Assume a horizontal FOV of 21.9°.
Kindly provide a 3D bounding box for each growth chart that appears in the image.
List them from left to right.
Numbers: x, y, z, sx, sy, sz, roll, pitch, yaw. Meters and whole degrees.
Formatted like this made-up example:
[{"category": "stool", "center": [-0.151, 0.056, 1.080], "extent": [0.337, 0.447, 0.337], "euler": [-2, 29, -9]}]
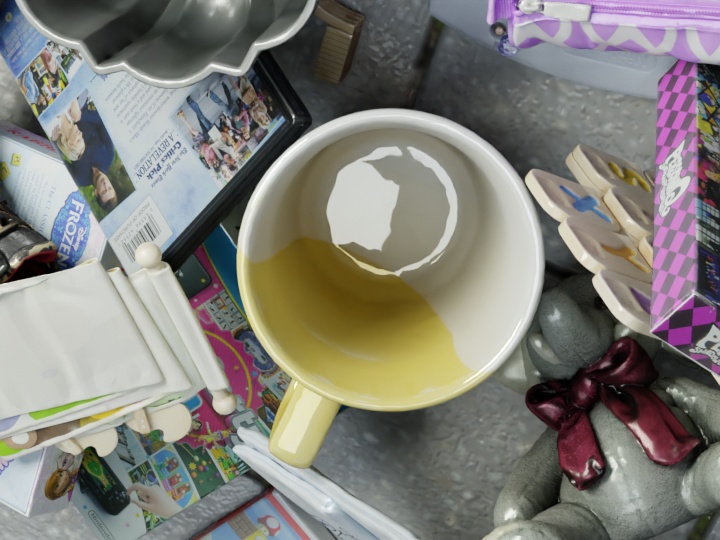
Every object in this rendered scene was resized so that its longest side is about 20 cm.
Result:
[{"category": "growth chart", "center": [-0.174, 0.051, 0.991], "extent": [0.199, 0.018, 0.145], "euler": [-10, 131, 2]}]

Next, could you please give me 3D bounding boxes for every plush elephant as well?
[{"category": "plush elephant", "center": [0.133, 0.065, 0.990], "extent": [0.164, 0.200, 0.155], "euler": [-25, 82, 15]}]

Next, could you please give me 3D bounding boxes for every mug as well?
[{"category": "mug", "center": [0.000, -0.010, 0.973], "extent": [0.186, 0.153, 0.150], "euler": [-32, 101, 7]}]

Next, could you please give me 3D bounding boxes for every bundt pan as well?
[{"category": "bundt pan", "center": [-0.085, -0.193, 0.882], "extent": [0.201, 0.076, 0.203], "euler": [7, 110, 19]}]

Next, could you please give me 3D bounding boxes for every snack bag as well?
[{"category": "snack bag", "center": [0.036, 0.168, 1.006], "extent": [0.189, 0.021, 0.200], "euler": [44, 168, -35]}]

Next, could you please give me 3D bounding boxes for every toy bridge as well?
[{"category": "toy bridge", "center": [-0.091, -0.170, 1.020], "extent": [0.199, 0.027, 0.067], "euler": [23, 119, 8]}]

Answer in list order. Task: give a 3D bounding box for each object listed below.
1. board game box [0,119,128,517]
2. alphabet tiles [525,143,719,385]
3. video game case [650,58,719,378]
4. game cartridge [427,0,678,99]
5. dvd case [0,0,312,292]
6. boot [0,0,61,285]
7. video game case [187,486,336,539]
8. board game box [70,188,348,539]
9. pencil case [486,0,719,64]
[{"category": "board game box", "center": [-0.230, 0.012, 1.088], "extent": [0.199, 0.041, 0.201], "euler": [24, 103, 27]}, {"category": "alphabet tiles", "center": [0.174, 0.008, 0.906], "extent": [0.195, 0.200, 0.015], "euler": [18, 118, -34]}, {"category": "video game case", "center": [0.216, 0.002, 0.870], "extent": [0.181, 0.200, 0.036], "euler": [32, 127, -16]}, {"category": "game cartridge", "center": [0.137, -0.157, 0.940], "extent": [0.199, 0.041, 0.134], "euler": [15, 115, 13]}, {"category": "dvd case", "center": [-0.119, -0.109, 0.983], "extent": [0.143, 0.018, 0.200], "euler": [-44, 66, 29]}, {"category": "boot", "center": [-0.218, -0.053, 1.014], "extent": [0.151, 0.073, 0.200], "euler": [45, 114, 22]}, {"category": "video game case", "center": [-0.077, 0.237, 1.219], "extent": [0.200, 0.017, 0.143], "euler": [-35, 99, 30]}, {"category": "board game box", "center": [-0.111, 0.056, 1.105], "extent": [0.200, 0.064, 0.148], "euler": [-34, 96, 25]}, {"category": "pencil case", "center": [0.161, -0.136, 0.873], "extent": [0.199, 0.086, 0.084], "euler": [5, 116, 17]}]
